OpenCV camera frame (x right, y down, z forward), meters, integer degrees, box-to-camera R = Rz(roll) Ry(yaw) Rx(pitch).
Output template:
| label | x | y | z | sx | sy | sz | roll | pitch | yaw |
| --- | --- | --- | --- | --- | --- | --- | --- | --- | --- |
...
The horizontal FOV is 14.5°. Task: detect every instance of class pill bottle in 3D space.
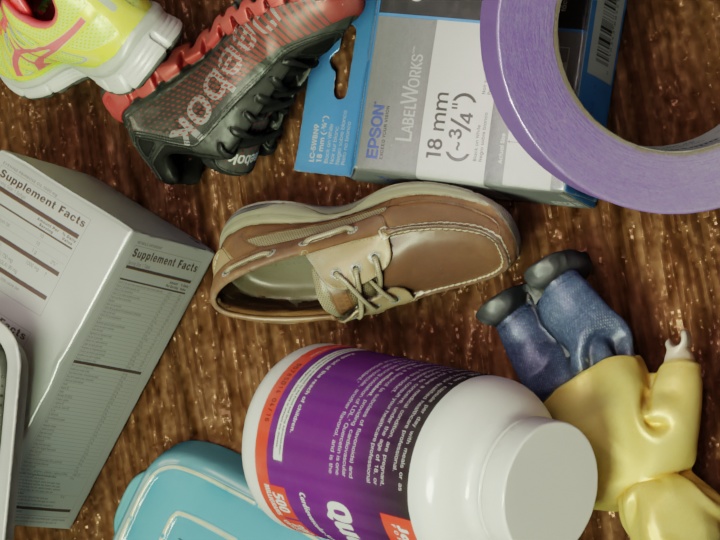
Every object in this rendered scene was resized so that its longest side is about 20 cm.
| label | x | y | z | sx | sy | sz | roll | pitch | yaw |
| --- | --- | --- | --- | --- | --- | --- | --- | --- | --- |
| pill bottle | 0.034 | 0.108 | 1.594 | 0.200 | 0.112 | 0.113 | 10 | 87 | 46 |

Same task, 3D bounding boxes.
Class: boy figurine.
| label | x | y | z | sx | sy | sz | roll | pitch | yaw |
| --- | --- | --- | --- | --- | --- | --- | --- | --- | --- |
| boy figurine | 0.149 | 0.083 | 1.600 | 0.124 | 0.064 | 0.200 | -41 | 71 | 26 |

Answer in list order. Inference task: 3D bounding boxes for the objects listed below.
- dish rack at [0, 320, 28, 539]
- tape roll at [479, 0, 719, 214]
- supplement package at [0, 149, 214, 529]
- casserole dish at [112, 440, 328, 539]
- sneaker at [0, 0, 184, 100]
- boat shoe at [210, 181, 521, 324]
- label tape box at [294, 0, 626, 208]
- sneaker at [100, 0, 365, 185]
| label | x | y | z | sx | sy | sz | roll | pitch | yaw |
| --- | --- | --- | --- | --- | --- | --- | --- | --- | --- |
| dish rack | -0.282 | 0.108 | 1.676 | 0.200 | 0.044 | 0.172 | 3 | 84 | 25 |
| tape roll | 0.169 | -0.133 | 1.568 | 0.200 | 0.066 | 0.201 | -1 | 94 | -7 |
| supplement package | -0.198 | 0.044 | 1.732 | 0.109 | 0.114 | 0.200 | 31 | 96 | 24 |
| casserole dish | -0.073 | 0.181 | 1.703 | 0.200 | 0.039 | 0.121 | 27 | 94 | 25 |
| sneaker | -0.188 | -0.160 | 1.731 | 0.200 | 0.090 | 0.078 | 2 | 56 | 56 |
| boat shoe | 0.000 | 0.000 | 1.662 | 0.200 | 0.076 | 0.072 | -8 | 38 | 30 |
| label tape box | 0.048 | -0.121 | 1.672 | 0.200 | 0.063 | 0.145 | 7 | 87 | 24 |
| sneaker | -0.066 | -0.114 | 1.708 | 0.200 | 0.071 | 0.098 | -28 | 78 | 32 |
